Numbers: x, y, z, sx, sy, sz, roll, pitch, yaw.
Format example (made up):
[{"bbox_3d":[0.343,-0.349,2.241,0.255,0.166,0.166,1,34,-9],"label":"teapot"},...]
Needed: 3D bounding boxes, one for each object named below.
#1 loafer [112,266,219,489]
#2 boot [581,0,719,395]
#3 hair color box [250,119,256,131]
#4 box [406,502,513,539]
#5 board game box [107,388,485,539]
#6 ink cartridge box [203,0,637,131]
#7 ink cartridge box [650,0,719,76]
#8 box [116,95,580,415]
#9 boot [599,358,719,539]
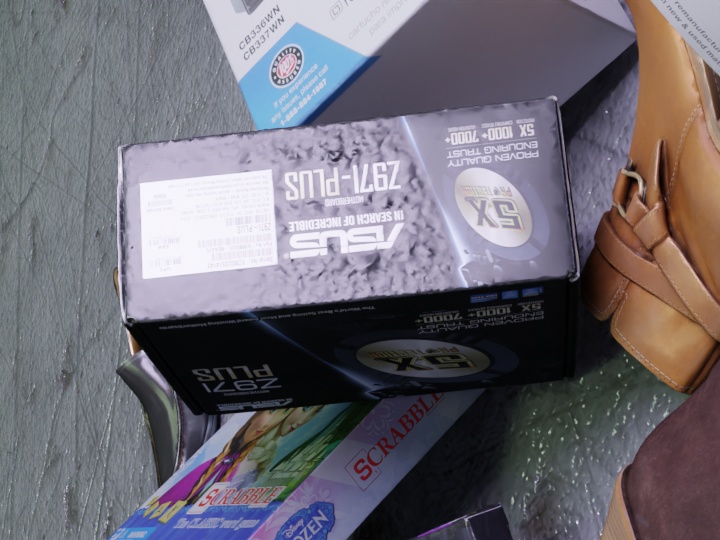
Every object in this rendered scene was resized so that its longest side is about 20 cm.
[{"bbox_3d":[-0.153,0.083,1.263,0.073,0.072,0.201,-49,39,42],"label":"loafer"},{"bbox_3d":[0.143,-0.056,0.759,0.200,0.076,0.156,57,133,45],"label":"boot"},{"bbox_3d":[-0.021,-0.129,1.104,0.101,0.061,0.202,5,82,63],"label":"hair color box"},{"bbox_3d":[0.012,0.214,0.814,0.199,0.036,0.144,-29,77,37],"label":"box"},{"bbox_3d":[-0.034,0.103,0.928,0.199,0.041,0.200,-44,14,-28],"label":"board game box"},{"bbox_3d":[0.012,-0.166,0.859,0.147,0.146,0.201,-41,57,28],"label":"ink cartridge box"},{"bbox_3d":[0.208,-0.157,0.585,0.200,0.085,0.146,-20,32,58],"label":"ink cartridge box"},{"bbox_3d":[0.000,0.000,0.785,0.164,0.198,0.087,74,-169,-70],"label":"box"},{"bbox_3d":[0.164,0.114,0.631,0.167,0.072,0.200,-63,32,23],"label":"boot"}]
